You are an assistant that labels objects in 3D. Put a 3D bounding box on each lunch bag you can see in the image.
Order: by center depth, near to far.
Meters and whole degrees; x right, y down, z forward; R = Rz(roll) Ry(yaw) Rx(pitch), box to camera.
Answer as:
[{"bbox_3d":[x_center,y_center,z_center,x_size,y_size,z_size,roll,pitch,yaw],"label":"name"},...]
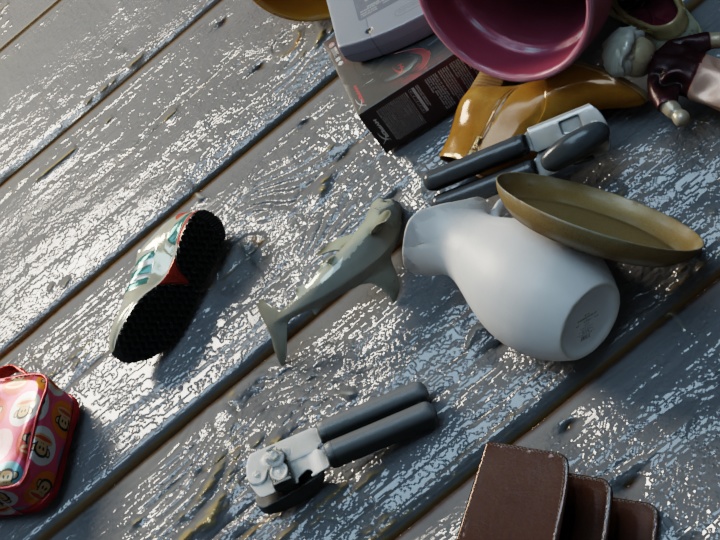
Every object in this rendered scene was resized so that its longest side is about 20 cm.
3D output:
[{"bbox_3d":[-0.422,0.191,1.526,0.200,0.082,0.177,-10,54,27],"label":"lunch bag"}]

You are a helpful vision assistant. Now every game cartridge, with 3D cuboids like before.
[{"bbox_3d":[0.059,-0.315,1.504,0.200,0.040,0.134,-26,44,15],"label":"game cartridge"}]

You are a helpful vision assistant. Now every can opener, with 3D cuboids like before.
[{"bbox_3d":[-0.019,0.171,1.310,0.200,0.067,0.053,-26,51,3],"label":"can opener"},{"bbox_3d":[0.154,-0.111,1.344,0.200,0.067,0.053,-21,86,18],"label":"can opener"}]

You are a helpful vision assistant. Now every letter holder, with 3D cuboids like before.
[{"bbox_3d":[0.155,0.261,1.108,0.142,0.101,0.200,5,62,32],"label":"letter holder"}]

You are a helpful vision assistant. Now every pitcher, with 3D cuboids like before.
[{"bbox_3d":[0.165,-0.008,1.284,0.171,0.121,0.200,-29,43,-27],"label":"pitcher"}]

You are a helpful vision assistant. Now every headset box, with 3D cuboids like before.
[{"bbox_3d":[0.075,-0.251,1.523,0.200,0.075,0.149,-31,47,10],"label":"headset box"}]

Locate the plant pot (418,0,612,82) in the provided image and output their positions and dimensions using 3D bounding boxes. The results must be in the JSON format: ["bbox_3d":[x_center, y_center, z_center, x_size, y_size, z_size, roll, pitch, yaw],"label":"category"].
[{"bbox_3d":[0.181,-0.321,1.361,0.200,0.200,0.179,7,41,35],"label":"plant pot"}]

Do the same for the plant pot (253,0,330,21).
[{"bbox_3d":[-0.076,-0.441,1.684,0.200,0.200,0.183,-33,33,9],"label":"plant pot"}]

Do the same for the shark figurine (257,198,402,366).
[{"bbox_3d":[-0.009,0.013,1.400,0.214,0.090,0.128,-45,13,-13],"label":"shark figurine"}]

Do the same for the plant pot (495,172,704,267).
[{"bbox_3d":[0.218,-0.045,1.238,0.200,0.200,0.028,30,112,41],"label":"plant pot"}]

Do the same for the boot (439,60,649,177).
[{"bbox_3d":[0.189,-0.146,1.398,0.201,0.071,0.144,17,80,33],"label":"boot"}]

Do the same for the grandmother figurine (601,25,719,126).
[{"bbox_3d":[0.326,-0.186,1.300,0.200,0.061,0.121,25,55,22],"label":"grandmother figurine"}]

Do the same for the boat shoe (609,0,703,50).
[{"bbox_3d":[0.298,-0.297,1.422,0.074,0.066,0.200,-37,47,5],"label":"boat shoe"}]

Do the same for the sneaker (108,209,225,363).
[{"bbox_3d":[-0.235,0.017,1.550,0.093,0.070,0.200,6,64,55],"label":"sneaker"}]
